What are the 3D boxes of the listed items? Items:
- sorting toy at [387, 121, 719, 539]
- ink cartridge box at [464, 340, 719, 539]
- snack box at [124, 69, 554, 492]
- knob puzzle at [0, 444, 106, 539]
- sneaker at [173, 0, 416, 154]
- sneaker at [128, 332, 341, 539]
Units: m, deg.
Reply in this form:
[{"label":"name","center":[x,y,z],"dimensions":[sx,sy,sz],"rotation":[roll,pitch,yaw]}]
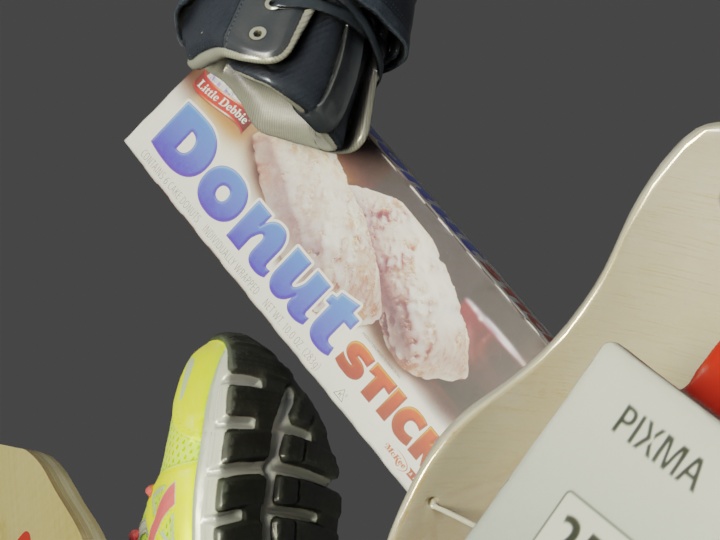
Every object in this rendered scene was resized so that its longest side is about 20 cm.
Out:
[{"label":"sorting toy","center":[0.128,0.055,0.805],"dimensions":[0.200,0.107,0.180],"rotation":[23,103,38]},{"label":"ink cartridge box","center":[0.130,0.070,0.703],"dimensions":[0.174,0.044,0.200],"rotation":[-55,40,3]},{"label":"snack box","center":[0.000,0.000,0.948],"dimensions":[0.072,0.024,0.200],"rotation":[-45,66,11]},{"label":"knob puzzle","center":[-0.129,0.150,0.943],"dimensions":[0.220,0.030,0.220],"rotation":[-34,48,51]},{"label":"sneaker","center":[0.025,-0.115,0.907],"dimensions":[0.202,0.077,0.146],"rotation":[-11,53,32]},{"label":"sneaker","center":[-0.064,0.120,0.930],"dimensions":[0.090,0.078,0.200],"rotation":[-2,78,32]}]
